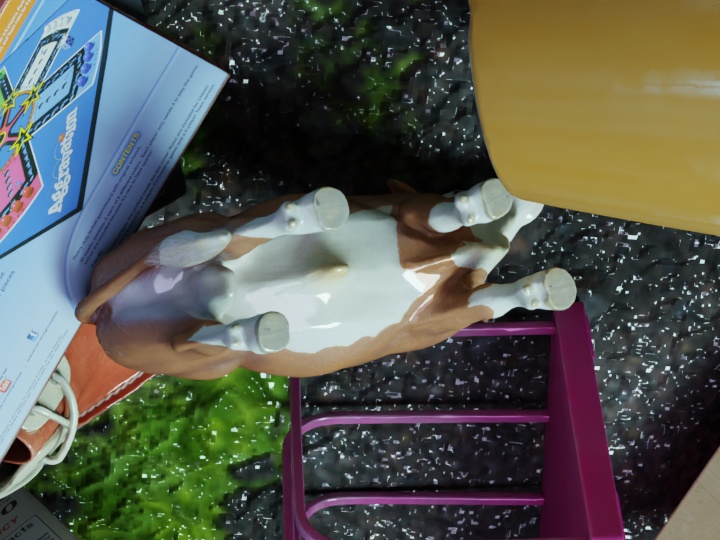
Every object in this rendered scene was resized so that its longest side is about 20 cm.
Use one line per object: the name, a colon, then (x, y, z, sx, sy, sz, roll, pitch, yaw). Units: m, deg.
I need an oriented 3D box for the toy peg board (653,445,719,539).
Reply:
toy peg board: (0.243, 0.118, 1.055, 0.098, 0.200, 0.200, -1, 129, -55)

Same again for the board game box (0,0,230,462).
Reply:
board game box: (-0.133, -0.003, 0.911, 0.103, 0.019, 0.201, 26, 98, -48)

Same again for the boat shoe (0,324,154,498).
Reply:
boat shoe: (-0.142, 0.056, 0.996, 0.199, 0.063, 0.072, -26, 128, -20)

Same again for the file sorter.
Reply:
file sorter: (0.031, 0.135, 1.063, 0.124, 0.139, 0.201, -1, 128, -1)

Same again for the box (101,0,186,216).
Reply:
box: (-0.165, -0.053, 0.903, 0.199, 0.051, 0.159, -31, 133, -22)

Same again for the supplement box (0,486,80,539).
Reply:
supplement box: (-0.097, 0.182, 1.049, 0.073, 0.200, 0.126, -39, 126, -15)

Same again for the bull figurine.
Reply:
bull figurine: (0.000, 0.000, 0.944, 0.199, 0.121, 0.066, -13, 89, -31)

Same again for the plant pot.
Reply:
plant pot: (0.137, -0.089, 0.880, 0.182, 0.201, 0.201, -2, 129, 17)
